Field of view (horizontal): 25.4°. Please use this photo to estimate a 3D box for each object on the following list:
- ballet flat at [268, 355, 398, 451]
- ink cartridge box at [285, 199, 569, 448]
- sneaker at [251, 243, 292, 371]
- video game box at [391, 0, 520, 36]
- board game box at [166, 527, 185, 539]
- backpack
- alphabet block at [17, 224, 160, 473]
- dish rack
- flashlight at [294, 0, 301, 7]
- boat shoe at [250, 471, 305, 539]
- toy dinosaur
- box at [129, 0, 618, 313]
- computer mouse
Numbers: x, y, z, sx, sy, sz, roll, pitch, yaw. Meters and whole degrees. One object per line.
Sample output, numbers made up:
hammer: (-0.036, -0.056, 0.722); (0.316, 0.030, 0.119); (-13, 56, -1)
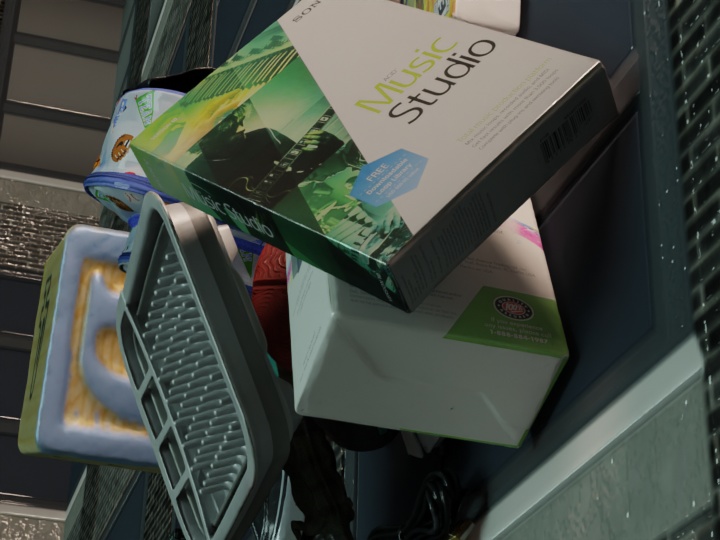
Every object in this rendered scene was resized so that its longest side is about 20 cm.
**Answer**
ballet flat: (-0.017, 0.078, 1.005); (0.200, 0.073, 0.073); (-169, 88, -75)
ink cartridge box: (0.025, -0.011, 0.805); (0.200, 0.117, 0.067); (-95, 21, -50)
sneaker: (0.000, 0.000, 0.939); (0.116, 0.078, 0.200); (65, -148, -44)
video game box: (0.049, -0.198, 0.976); (0.182, 0.047, 0.201); (128, 148, -66)
board game box: (-0.202, 0.353, 1.608); (0.200, 0.028, 0.136); (124, 152, -58)
backpack: (-0.092, -0.047, 1.090); (0.154, 0.190, 0.200); (-65, 11, -15)
alphabet block: (-0.193, 0.080, 1.432); (0.200, 0.195, 0.197); (155, 125, -73)
dish rack: (-0.085, 0.062, 0.894); (0.200, 0.043, 0.172); (117, 135, -61)
flashlight: (-0.009, -0.208, 0.986); (0.068, 0.068, 0.201); (133, 142, -71)
boat shoe: (-0.081, 0.143, 1.204); (0.200, 0.068, 0.072); (-99, 23, -50)
toy dinosaur: (-0.038, 0.102, 0.921); (0.088, 0.047, 0.200); (153, 98, -75)
box: (0.001, -0.067, 0.760); (0.200, 0.144, 0.036); (24, 149, 45)
computer mouse: (0.031, 0.064, 0.880); (0.110, 0.044, 0.201); (127, 149, -63)
